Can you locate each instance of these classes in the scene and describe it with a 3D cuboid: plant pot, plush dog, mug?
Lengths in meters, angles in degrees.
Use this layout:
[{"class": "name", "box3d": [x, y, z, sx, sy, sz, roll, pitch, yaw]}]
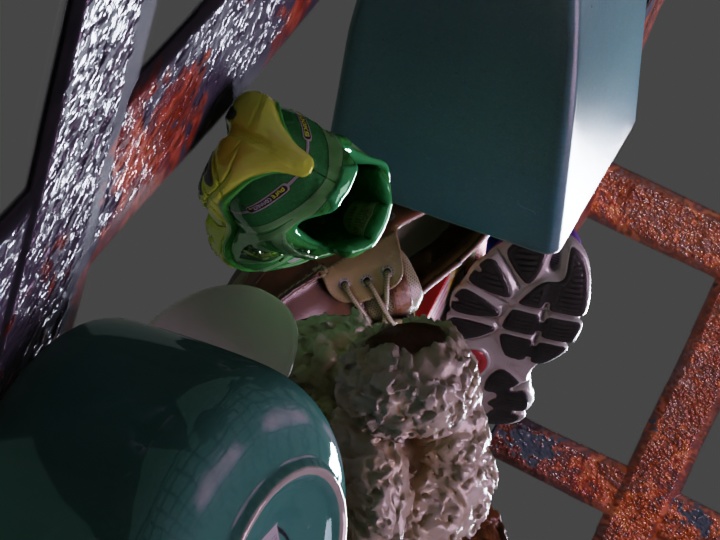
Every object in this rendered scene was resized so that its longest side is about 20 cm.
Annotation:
[{"class": "plant pot", "box3d": [0.077, -0.144, 1.374, 0.141, 0.141, 0.201, -56, 160, -46]}, {"class": "plush dog", "box3d": [-0.022, 0.120, 1.263, 0.171, 0.161, 0.200, -28, -169, -17]}, {"class": "mug", "box3d": [-0.068, 0.109, 1.076, 0.185, 0.114, 0.153, 18, 88, -59]}]

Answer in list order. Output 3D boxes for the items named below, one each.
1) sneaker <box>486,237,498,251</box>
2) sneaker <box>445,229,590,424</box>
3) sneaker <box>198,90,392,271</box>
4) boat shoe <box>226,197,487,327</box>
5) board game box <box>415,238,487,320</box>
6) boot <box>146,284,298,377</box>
[{"class": "sneaker", "box3d": [0.072, -0.046, 1.753, 0.200, 0.105, 0.076, -54, 168, -49]}, {"class": "sneaker", "box3d": [0.088, 0.017, 1.566, 0.200, 0.080, 0.084, 115, -12, -59]}, {"class": "sneaker", "box3d": [-0.028, -0.028, 1.239, 0.074, 0.083, 0.200, -64, 173, -5]}, {"class": "boat shoe", "box3d": [0.000, 0.000, 1.404, 0.200, 0.074, 0.076, -43, 137, -29]}, {"class": "board game box", "box3d": [0.014, 0.050, 1.540, 0.201, 0.046, 0.152, -62, 171, -15]}, {"class": "boot", "box3d": [-0.105, 0.093, 1.220, 0.200, 0.073, 0.090, -48, 171, -37]}]
